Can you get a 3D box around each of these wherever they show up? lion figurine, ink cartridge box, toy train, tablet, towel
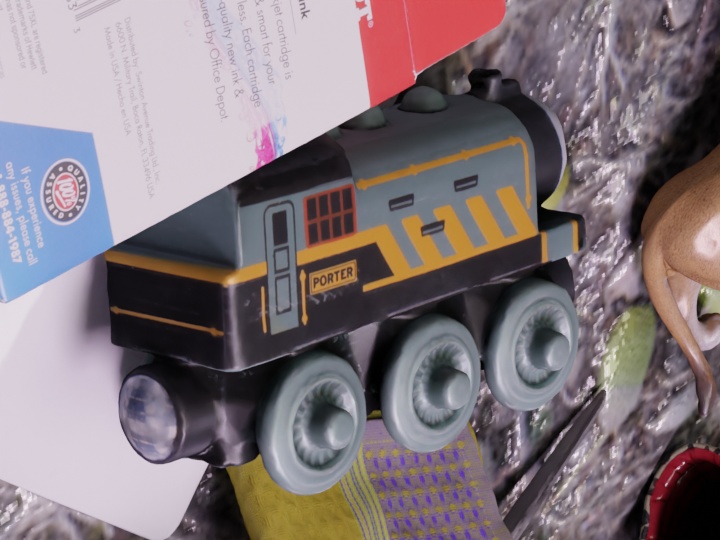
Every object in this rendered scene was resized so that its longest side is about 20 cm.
[{"bbox_3d":[0.167,-0.045,1.049,0.122,0.072,0.200,37,84,-43],"label":"lion figurine"},{"bbox_3d":[-0.054,-0.090,0.761,0.200,0.067,0.116,-30,127,-31],"label":"ink cartridge box"},{"bbox_3d":[0.000,0.000,0.855,0.200,0.085,0.114,-17,112,-43],"label":"toy train"},{"bbox_3d":[-0.057,-0.014,0.854,0.130,0.014,0.200,31,84,-51],"label":"tablet"},{"bbox_3d":[0.029,0.138,0.924,0.023,0.200,0.144,-34,157,32],"label":"towel"}]

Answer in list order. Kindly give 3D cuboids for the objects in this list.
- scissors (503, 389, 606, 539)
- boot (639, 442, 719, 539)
[{"bbox_3d":[0.041,0.123,1.029,0.014,0.073,0.200,43,47,-14],"label":"scissors"},{"bbox_3d":[0.172,0.188,1.131,0.154,0.073,0.204,42,44,-47],"label":"boot"}]
